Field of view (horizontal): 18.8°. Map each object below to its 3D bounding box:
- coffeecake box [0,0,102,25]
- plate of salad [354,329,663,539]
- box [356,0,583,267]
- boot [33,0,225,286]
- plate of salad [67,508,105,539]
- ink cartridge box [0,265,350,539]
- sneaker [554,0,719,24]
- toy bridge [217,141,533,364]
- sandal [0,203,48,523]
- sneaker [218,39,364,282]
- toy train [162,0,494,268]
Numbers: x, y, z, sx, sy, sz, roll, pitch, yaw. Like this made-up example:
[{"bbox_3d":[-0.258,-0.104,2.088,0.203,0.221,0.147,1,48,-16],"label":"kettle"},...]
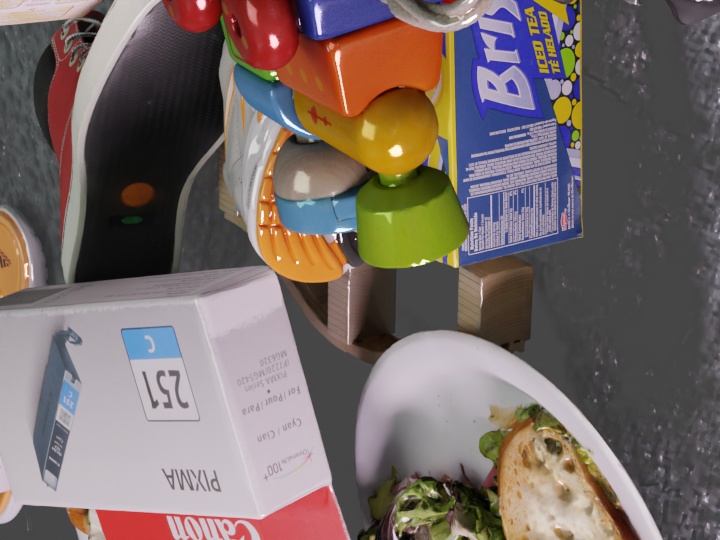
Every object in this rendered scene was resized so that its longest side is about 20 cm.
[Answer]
[{"bbox_3d":[-0.117,-0.198,0.831,0.200,0.073,0.155,-25,78,57],"label":"coffeecake box"},{"bbox_3d":[0.052,0.121,0.842,0.200,0.048,0.201,34,137,40],"label":"plate of salad"},{"bbox_3d":[0.036,-0.109,0.785,0.070,0.064,0.202,21,118,51],"label":"box"},{"bbox_3d":[-0.107,-0.098,0.979,0.201,0.072,0.145,114,149,-45],"label":"boot"},{"bbox_3d":[-0.108,0.118,1.079,0.200,0.048,0.202,23,119,50],"label":"plate of salad"},{"bbox_3d":[-0.084,0.091,0.934,0.199,0.045,0.178,-5,104,52],"label":"ink cartridge box"},{"bbox_3d":[0.049,-0.146,0.688,0.199,0.077,0.112,22,129,7],"label":"sneaker"},{"bbox_3d":[0.000,0.000,0.909,0.200,0.027,0.068,28,124,50],"label":"toy bridge"},{"bbox_3d":[-0.222,0.055,1.226,0.079,0.059,0.208,42,134,40],"label":"sandal"},{"bbox_3d":[-0.023,-0.103,0.856,0.092,0.075,0.202,38,119,57],"label":"sneaker"},{"bbox_3d":[0.009,-0.052,0.694,0.200,0.084,0.117,35,142,62],"label":"toy train"}]
